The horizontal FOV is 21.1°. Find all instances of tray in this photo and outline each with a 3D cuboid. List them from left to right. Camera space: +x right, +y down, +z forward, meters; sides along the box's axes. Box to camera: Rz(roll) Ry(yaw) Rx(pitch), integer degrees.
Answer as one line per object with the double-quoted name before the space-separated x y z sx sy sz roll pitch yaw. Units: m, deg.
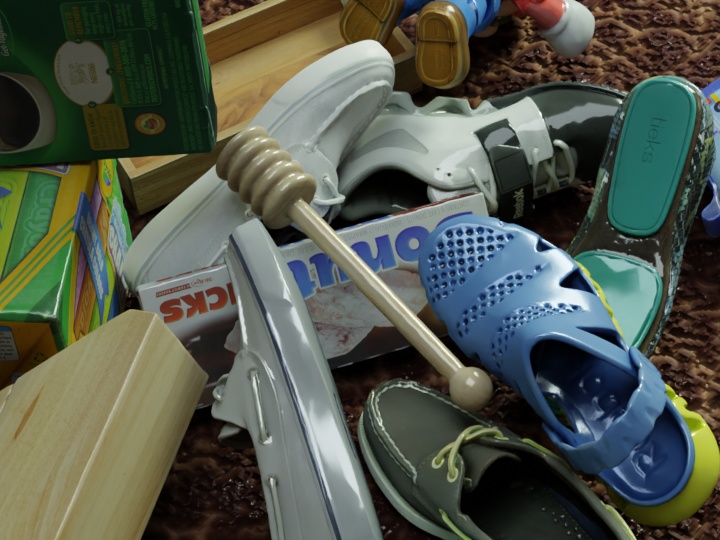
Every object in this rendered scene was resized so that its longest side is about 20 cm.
"tray" -0.071 -0.114 1.213 0.199 0.037 0.099 -25 51 -15

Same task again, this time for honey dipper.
"honey dipper" 0.000 0.000 1.021 0.038 0.038 0.200 -36 67 -24

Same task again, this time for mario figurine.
"mario figurine" 0.065 -0.159 1.195 0.124 0.106 0.200 56 37 -5

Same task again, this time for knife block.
"knife block" -0.148 0.139 0.945 0.199 0.064 0.176 -32 49 3

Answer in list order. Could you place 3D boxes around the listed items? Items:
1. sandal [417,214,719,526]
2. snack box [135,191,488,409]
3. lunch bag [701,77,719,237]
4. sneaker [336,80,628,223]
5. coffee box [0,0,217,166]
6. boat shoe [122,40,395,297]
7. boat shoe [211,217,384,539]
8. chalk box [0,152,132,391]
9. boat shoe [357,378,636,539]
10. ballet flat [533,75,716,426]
"sandal" 0.101 0.041 0.986 0.080 0.087 0.200 -49 64 6
"snack box" -0.019 0.017 1.069 0.198 0.073 0.024 -16 6 -8
"lunch bag" 0.284 -0.073 1.117 0.199 0.094 0.151 -28 51 -2
"sneaker" 0.076 -0.055 1.123 0.198 0.074 0.089 -3 47 17
"coffee box" -0.179 -0.111 1.001 0.198 0.124 0.044 -4 48 2
"boat shoe" -0.046 -0.043 1.097 0.200 0.072 0.069 -42 66 -4
"boat shoe" -0.044 0.072 1.001 0.065 0.072 0.202 -20 76 3
"chalk box" -0.200 -0.011 1.076 0.123 0.125 0.201 0 48 5
"boat shoe" 0.071 0.113 0.978 0.072 0.061 0.201 -34 53 -22
"ballet flat" 0.149 -0.006 1.063 0.074 0.074 0.202 22 85 24
